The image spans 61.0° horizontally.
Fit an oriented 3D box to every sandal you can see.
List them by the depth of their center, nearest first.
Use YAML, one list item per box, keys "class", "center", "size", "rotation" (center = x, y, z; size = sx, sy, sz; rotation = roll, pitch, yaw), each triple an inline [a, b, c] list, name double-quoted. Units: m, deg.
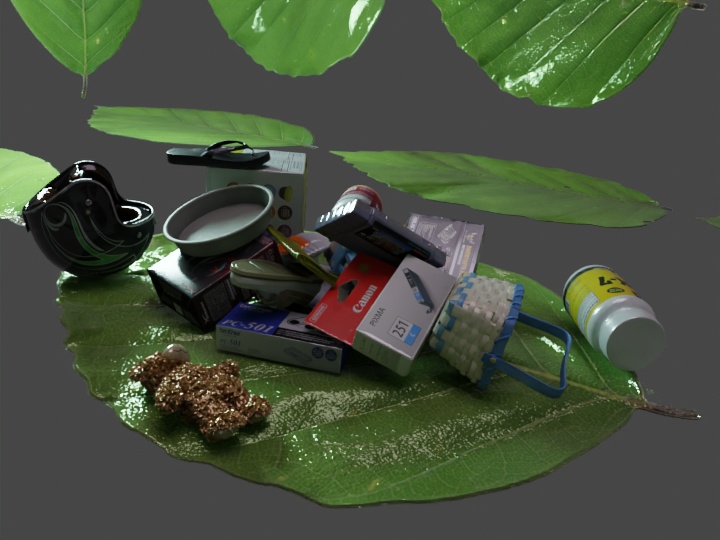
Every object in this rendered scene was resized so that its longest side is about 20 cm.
- class: "sandal"
  center: [-0.147, -0.004, 1.135]
  size: [0.204, 0.060, 0.079]
  rotation: [-27, 39, -15]
- class: "sandal"
  center: [-0.271, -0.225, 1.170]
  size: [0.196, 0.044, 0.076]
  rotation: [0, 23, -9]

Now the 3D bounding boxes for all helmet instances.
- class: "helmet"
  center: [-0.484, -0.083, 1.113]
  size: [0.197, 0.192, 0.202]
  rotation: [-23, 33, 16]

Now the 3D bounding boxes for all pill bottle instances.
- class: "pill bottle"
  center: [0.427, 0.078, 1.037]
  size: [0.112, 0.117, 0.201]
  rotation: [4, 22, -2]
- class: "pill bottle"
  center: [-0.012, -0.122, 1.427]
  size: [0.111, 0.115, 0.201]
  rotation: [8, 23, 6]

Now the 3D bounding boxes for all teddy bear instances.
- class: "teddy bear"
  center: [-0.202, 0.147, 0.775]
  size: [0.143, 0.068, 0.199]
  rotation: [-9, 26, -37]

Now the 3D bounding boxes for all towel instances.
- class: "towel"
  center: [-0.105, -0.034, 1.018]
  size: [0.086, 0.018, 0.200]
  rotation: [39, 0, -32]

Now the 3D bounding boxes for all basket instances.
- class: "basket"
  center: [0.214, 0.096, 0.907]
  size: [0.197, 0.141, 0.176]
  rotation: [22, 26, 15]

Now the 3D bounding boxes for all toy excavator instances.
- class: "toy excavator"
  center: [0.000, 0.000, 1.131]
  size: [0.192, 0.100, 0.202]
  rotation: [0, 48, -40]

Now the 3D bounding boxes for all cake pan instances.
- class: "cake pan"
  center: [-0.242, -0.087, 1.063]
  size: [0.196, 0.037, 0.202]
  rotation: [-10, 33, 7]

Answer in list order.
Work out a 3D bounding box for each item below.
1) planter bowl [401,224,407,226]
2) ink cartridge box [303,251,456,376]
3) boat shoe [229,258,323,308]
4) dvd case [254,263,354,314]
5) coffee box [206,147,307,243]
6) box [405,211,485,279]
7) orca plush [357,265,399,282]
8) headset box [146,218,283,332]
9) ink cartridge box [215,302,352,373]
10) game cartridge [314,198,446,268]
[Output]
- class: "planter bowl"
  center: [0.101, -0.044, 1.301]
  size: [0.196, 0.085, 0.201]
  rotation: [4, 22, -2]
- class: "ink cartridge box"
  center: [0.035, 0.045, 0.939]
  size: [0.174, 0.045, 0.201]
  rotation: [26, 44, 11]
- class: "boat shoe"
  center: [-0.131, 0.027, 0.977]
  size: [0.074, 0.070, 0.198]
  rotation: [28, 13, 35]
- class: "dvd case"
  center: [-0.088, 0.032, 1.155]
  size: [0.140, 0.018, 0.200]
  rotation: [15, 24, 20]
- class: "coffee box"
  center: [-0.213, -0.136, 1.292]
  size: [0.193, 0.204, 0.201]
  rotation: [3, 21, -5]
- class: "box"
  center: [0.144, -0.016, 1.166]
  size: [0.155, 0.049, 0.202]
  rotation: [11, 53, 14]
- class: "orca plush"
  center: [0.086, 0.045, 1.063]
  size: [0.196, 0.107, 0.071]
  rotation: [14, 3, 2]
- class: "headset box"
  center: [-0.237, -0.004, 1.047]
  size: [0.147, 0.076, 0.199]
  rotation: [24, 49, 39]
- class: "ink cartridge box"
  center: [-0.113, 0.101, 0.941]
  size: [0.196, 0.045, 0.094]
  rotation: [9, 20, 9]
- class: "game cartridge"
  center: [0.035, -0.046, 1.025]
  size: [0.198, 0.039, 0.129]
  rotation: [28, -21, -27]
